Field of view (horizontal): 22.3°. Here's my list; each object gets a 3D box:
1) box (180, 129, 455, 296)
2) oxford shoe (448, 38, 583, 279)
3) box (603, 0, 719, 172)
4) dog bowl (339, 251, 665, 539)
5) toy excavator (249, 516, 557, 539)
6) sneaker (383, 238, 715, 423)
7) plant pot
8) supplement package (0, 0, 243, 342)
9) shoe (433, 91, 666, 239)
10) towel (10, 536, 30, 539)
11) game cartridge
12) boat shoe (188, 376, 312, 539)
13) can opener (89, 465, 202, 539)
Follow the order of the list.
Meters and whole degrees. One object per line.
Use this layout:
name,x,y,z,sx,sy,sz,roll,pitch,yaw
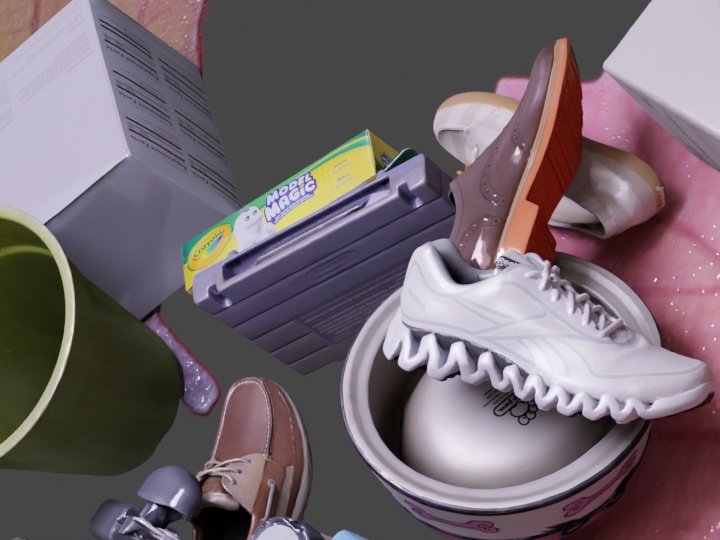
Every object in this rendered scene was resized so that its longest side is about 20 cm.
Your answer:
box,-0.016,-0.025,1.298,0.200,0.117,0.049,-28,52,25
oxford shoe,0.094,-0.066,1.155,0.073,0.071,0.200,5,57,23
box,0.267,-0.097,1.087,0.109,0.128,0.200,-52,45,4
dog bowl,0.091,0.084,1.130,0.199,0.074,0.201,-8,48,9
toy excavator,0.025,0.222,1.154,0.200,0.100,0.195,30,86,32
sneaker,0.108,0.035,1.051,0.199,0.075,0.081,14,101,24
plant pot,-0.236,0.077,1.365,0.199,0.190,0.201,-11,67,27
supplement package,-0.222,-0.076,1.480,0.191,0.147,0.200,-37,48,20
shoe,0.115,-0.070,1.239,0.053,0.070,0.200,-46,43,-19
towel,-0.292,0.300,1.349,0.200,0.048,0.171,-33,45,-18
game cartridge,0.000,0.000,1.259,0.200,0.130,0.038,-27,52,27
boat shoe,-0.082,0.162,1.280,0.076,0.072,0.201,-21,54,30
can opener,-0.143,0.172,1.282,0.067,0.053,0.200,-58,12,-12
